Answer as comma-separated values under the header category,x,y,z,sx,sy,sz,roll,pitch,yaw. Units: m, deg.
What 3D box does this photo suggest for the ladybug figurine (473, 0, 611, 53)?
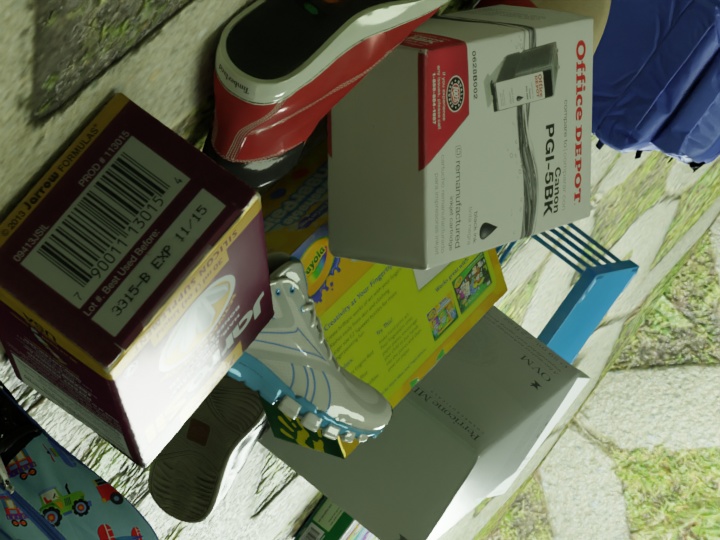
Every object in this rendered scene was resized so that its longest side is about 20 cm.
category,x,y,z,sx,sy,sz,roll,pitch,yaw
ladybug figurine,0.104,-0.145,1.813,0.200,0.072,0.136,-57,-160,12

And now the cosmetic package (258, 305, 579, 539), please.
category,x,y,z,sx,sy,sz,roll,pitch,yaw
cosmetic package,0.031,0.092,1.956,0.200,0.199,0.123,-33,157,-56

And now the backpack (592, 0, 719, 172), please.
category,x,y,z,sx,sy,sz,roll,pitch,yaw
backpack,0.259,-0.168,2.152,0.163,0.168,0.200,-49,172,11

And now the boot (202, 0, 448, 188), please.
category,x,y,z,sx,sy,sz,roll,pitch,yaw
boot,-0.015,-0.131,1.505,0.200,0.072,0.144,-37,162,-26

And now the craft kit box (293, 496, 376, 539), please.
category,x,y,z,sx,sy,sz,roll,pitch,yaw
craft kit box,0.025,0.213,2.613,0.200,0.048,0.198,-54,170,5

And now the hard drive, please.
category,x,y,z,sx,sy,sz,roll,pitch,yaw
hard drive,0.233,0.218,3.383,0.200,0.027,0.132,-54,167,6

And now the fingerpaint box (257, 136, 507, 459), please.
category,x,y,z,sx,sy,sz,roll,pitch,yaw
fingerpaint box,0.000,0.000,1.728,0.200,0.073,0.167,-45,131,-33

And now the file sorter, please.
category,x,y,z,sx,sy,sz,roll,pitch,yaw
file sorter,0.162,0.022,2.403,0.139,0.123,0.200,-56,167,12

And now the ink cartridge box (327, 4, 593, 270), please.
category,x,y,z,sx,sy,sz,roll,pitch,yaw
ink cartridge box,0.070,-0.092,1.659,0.200,0.083,0.147,-18,112,-50

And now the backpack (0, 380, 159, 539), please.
category,x,y,z,sx,sy,sz,roll,pitch,yaw
backpack,-0.206,0.160,1.307,0.135,0.200,0.183,-37,161,-50

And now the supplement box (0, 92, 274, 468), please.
category,x,y,z,sx,sy,sz,roll,pitch,yaw
supplement box,-0.129,0.011,1.401,0.131,0.103,0.200,-51,168,-14

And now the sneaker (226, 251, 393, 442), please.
category,x,y,z,sx,sy,sz,roll,pitch,yaw
sneaker,-0.048,0.039,1.596,0.087,0.200,0.075,-54,-152,7

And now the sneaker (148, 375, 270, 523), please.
category,x,y,z,sx,sy,sz,roll,pitch,yaw
sneaker,-0.094,0.083,1.823,0.106,0.075,0.200,-55,174,-50
